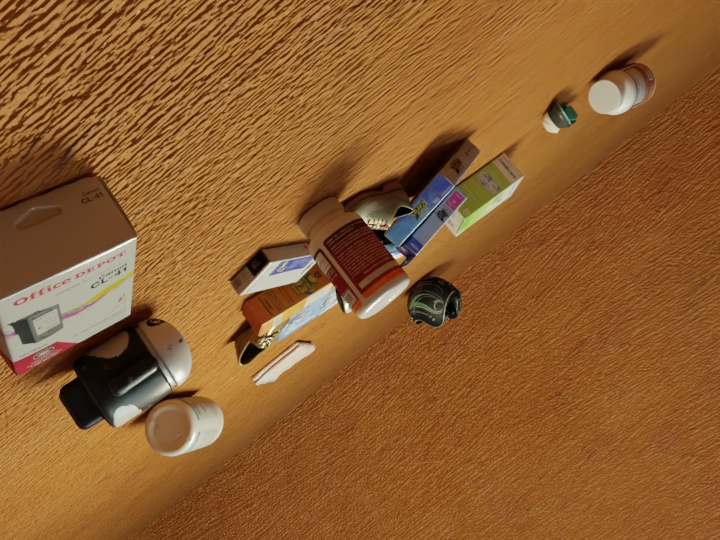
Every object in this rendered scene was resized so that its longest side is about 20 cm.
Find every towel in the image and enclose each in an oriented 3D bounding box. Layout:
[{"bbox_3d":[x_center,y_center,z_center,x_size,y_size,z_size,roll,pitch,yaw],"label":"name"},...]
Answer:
[{"bbox_3d":[-0.237,0.290,2.257,0.191,0.032,0.200,-39,170,3],"label":"towel"}]

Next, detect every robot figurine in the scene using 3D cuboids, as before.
[{"bbox_3d":[-0.362,0.159,1.114,0.200,0.150,0.125,-33,139,-19],"label":"robot figurine"}]

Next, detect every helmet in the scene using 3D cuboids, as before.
[{"bbox_3d":[0.276,0.123,2.778,0.200,0.190,0.201,-30,128,-48],"label":"helmet"}]

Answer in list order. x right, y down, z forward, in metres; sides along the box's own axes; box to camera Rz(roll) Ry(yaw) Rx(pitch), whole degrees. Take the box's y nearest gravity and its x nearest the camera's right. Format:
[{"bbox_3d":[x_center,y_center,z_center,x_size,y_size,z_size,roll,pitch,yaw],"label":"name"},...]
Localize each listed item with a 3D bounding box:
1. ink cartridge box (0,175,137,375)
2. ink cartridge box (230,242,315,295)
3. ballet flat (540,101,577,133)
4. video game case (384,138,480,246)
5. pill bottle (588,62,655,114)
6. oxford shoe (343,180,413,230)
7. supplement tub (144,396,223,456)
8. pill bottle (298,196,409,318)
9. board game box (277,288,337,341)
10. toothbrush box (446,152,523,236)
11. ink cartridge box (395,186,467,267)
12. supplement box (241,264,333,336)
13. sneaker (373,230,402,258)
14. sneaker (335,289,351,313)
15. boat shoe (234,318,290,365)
[{"bbox_3d":[-0.318,0.010,0.745,0.147,0.086,0.200,-31,168,-30],"label":"ink cartridge box"},{"bbox_3d":[-0.149,-0.006,1.335,0.095,0.037,0.200,-44,165,24],"label":"ink cartridge box"},{"bbox_3d":[0.494,-0.375,1.788,0.068,0.068,0.200,-34,171,27],"label":"ballet flat"},{"bbox_3d":[0.150,-0.162,1.492,0.200,0.045,0.181,-47,-177,40],"label":"video game case"},{"bbox_3d":[0.672,-0.466,1.854,0.200,0.112,0.112,-27,165,-41],"label":"pill bottle"},{"bbox_3d":[0.024,-0.107,1.363,0.200,0.075,0.070,-31,167,-33],"label":"oxford shoe"},{"bbox_3d":[-0.427,0.376,1.751,0.132,0.132,0.200,-38,168,2],"label":"supplement tub"},{"bbox_3d":[-0.016,-0.025,1.241,0.113,0.200,0.113,-36,169,-8],"label":"pill bottle"},{"bbox_3d":[-0.121,0.078,1.732,0.200,0.043,0.199,-33,168,-20],"label":"board game box"},{"bbox_3d":[0.311,-0.196,1.879,0.200,0.086,0.146,-37,169,-12],"label":"toothbrush box"},{"bbox_3d":[0.141,-0.090,1.547,0.200,0.042,0.119,-51,-176,-5],"label":"ink cartridge box"},{"bbox_3d":[-0.146,0.053,1.499,0.200,0.067,0.069,-32,165,-29],"label":"supplement box"},{"bbox_3d":[0.015,-0.050,1.609,0.199,0.079,0.089,-28,144,-14],"label":"sneaker"},{"bbox_3d":[0.000,0.000,1.550,0.115,0.075,0.201,-17,138,-12],"label":"sneaker"},{"bbox_3d":[-0.212,0.144,1.592,0.071,0.065,0.200,19,134,-30],"label":"boat shoe"}]
